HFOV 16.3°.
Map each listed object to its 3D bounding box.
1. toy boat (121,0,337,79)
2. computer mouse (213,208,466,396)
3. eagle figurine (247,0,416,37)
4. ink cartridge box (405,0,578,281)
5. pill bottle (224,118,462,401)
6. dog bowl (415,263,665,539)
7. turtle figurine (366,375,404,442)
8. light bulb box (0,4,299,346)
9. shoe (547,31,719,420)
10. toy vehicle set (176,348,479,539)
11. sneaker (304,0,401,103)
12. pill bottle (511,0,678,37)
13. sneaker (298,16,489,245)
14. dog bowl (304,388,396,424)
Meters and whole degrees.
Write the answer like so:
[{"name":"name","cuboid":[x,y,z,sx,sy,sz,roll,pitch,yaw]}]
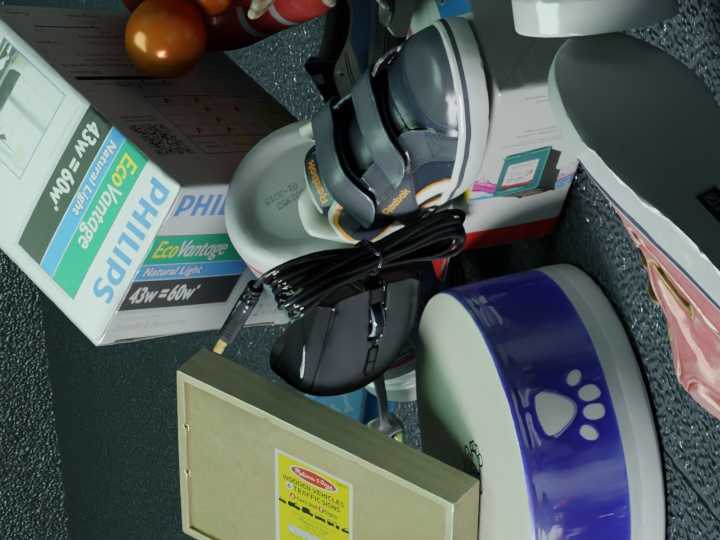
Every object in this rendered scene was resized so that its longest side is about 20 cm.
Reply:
[{"name":"toy boat","cuboid":[-0.101,-0.177,1.575,0.130,0.131,0.200,39,163,-16]},{"name":"computer mouse","cuboid":[-0.022,0.038,1.413,0.046,0.140,0.200,65,151,15]},{"name":"eagle figurine","cuboid":[-0.009,-0.207,1.393,0.153,0.150,0.200,62,153,3]},{"name":"ink cartridge box","cuboid":[0.072,-0.093,1.402,0.200,0.067,0.117,105,151,-59]},{"name":"pill bottle","cuboid":[0.000,0.000,1.560,0.200,0.108,0.109,55,-169,-54]},{"name":"dog bowl","cuboid":[0.098,0.102,1.421,0.200,0.078,0.202,169,90,-75]},{"name":"turtle figurine","cuboid":[0.035,0.171,1.593,0.144,0.193,0.200,49,114,21]},{"name":"light bulb box","cuboid":[-0.141,-0.065,1.623,0.200,0.198,0.125,43,116,27]},{"name":"shoe","cuboid":[0.145,-0.012,1.127,0.200,0.071,0.091,52,153,27]},{"name":"toy vehicle set","cuboid":[-0.022,0.138,1.467,0.199,0.026,0.125,24,131,28]},{"name":"sneaker","cuboid":[0.002,-0.108,1.653,0.072,0.072,0.202,-168,67,-72]},{"name":"pill bottle","cuboid":[0.096,-0.212,1.138,0.112,0.112,0.202,-148,49,-70]},{"name":"sneaker","cuboid":[0.014,-0.065,1.357,0.200,0.079,0.079,111,146,-62]},{"name":"dog bowl","cuboid":[-0.006,0.069,1.707,0.111,0.049,0.202,43,-125,-72]}]
